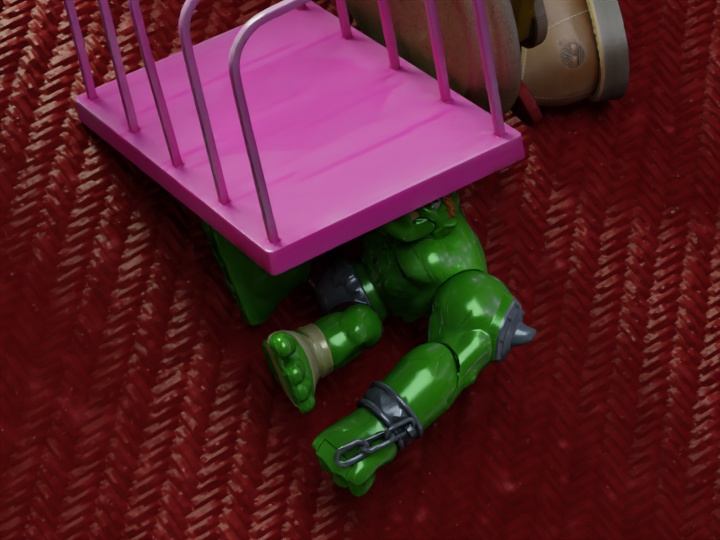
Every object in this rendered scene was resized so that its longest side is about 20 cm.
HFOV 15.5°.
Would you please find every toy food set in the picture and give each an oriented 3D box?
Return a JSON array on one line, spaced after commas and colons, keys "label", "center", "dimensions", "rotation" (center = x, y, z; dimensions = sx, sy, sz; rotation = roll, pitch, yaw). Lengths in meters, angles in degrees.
[{"label": "toy food set", "center": [0.029, -0.159, 1.283], "dimensions": [0.048, 0.200, 0.198], "rotation": [-29, 69, -16]}]

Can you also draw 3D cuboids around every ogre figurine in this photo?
[{"label": "ogre figurine", "center": [0.000, 0.000, 1.259], "dimensions": [0.119, 0.099, 0.200], "rotation": [-24, 38, -8]}]

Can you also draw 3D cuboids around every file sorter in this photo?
[{"label": "file sorter", "center": [-0.042, -0.115, 1.235], "dimensions": [0.138, 0.126, 0.200], "rotation": [-26, 35, -21]}]

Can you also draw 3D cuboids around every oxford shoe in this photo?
[{"label": "oxford shoe", "center": [0.080, -0.178, 1.377], "dimensions": [0.071, 0.071, 0.201], "rotation": [-11, 67, -11]}]
